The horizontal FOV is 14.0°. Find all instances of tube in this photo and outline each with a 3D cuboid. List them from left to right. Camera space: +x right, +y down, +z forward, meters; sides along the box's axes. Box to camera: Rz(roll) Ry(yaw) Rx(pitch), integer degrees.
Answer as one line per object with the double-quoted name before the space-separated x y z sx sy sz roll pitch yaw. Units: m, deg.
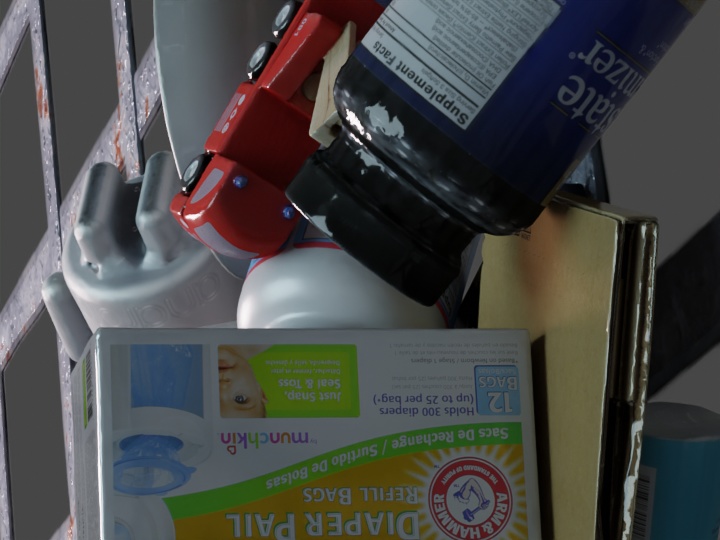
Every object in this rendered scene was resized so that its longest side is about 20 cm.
"tube" 0.130 0.160 1.304 0.077 0.050 0.201 -101 15 -73

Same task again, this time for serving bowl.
"serving bowl" -0.050 -0.098 1.608 0.200 0.065 0.201 -9 -90 -76

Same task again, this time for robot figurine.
"robot figurine" -0.113 0.019 1.811 0.113 0.169 0.200 -78 -26 -43

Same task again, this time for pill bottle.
"pill bottle" 0.000 0.000 1.482 0.109 0.108 0.201 118 172 -51
"pill bottle" 0.059 -0.088 1.298 0.200 0.112 0.112 -52 28 6

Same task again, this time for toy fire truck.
"toy fire truck" -0.010 -0.092 1.407 0.201 0.049 0.141 -59 20 -4

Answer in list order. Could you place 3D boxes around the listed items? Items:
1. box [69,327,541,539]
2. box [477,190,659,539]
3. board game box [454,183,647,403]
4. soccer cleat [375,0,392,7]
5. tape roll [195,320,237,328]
"box" -0.026 0.089 1.323 0.101 0.199 0.113 130 138 -72
"box" 0.088 0.047 1.328 0.200 0.021 0.164 -154 67 -75
"board game box" 0.079 0.071 1.466 0.200 0.034 0.136 114 150 -48
"soccer cleat" 0.008 -0.184 1.664 0.084 0.065 0.200 -41 18 4
"tape roll" -0.063 0.128 1.655 0.203 0.138 0.204 170 90 -76
